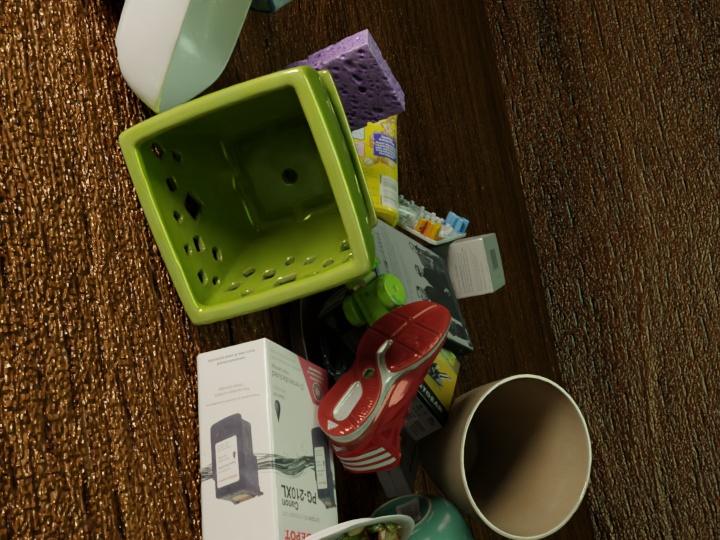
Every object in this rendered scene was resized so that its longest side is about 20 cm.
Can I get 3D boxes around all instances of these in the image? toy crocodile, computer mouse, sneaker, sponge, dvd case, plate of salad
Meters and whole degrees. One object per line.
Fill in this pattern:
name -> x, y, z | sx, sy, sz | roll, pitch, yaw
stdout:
toy crocodile -> 0.000, 0.000, 1.042 | 0.202, 0.067, 0.062 | 57, 32, 1
computer mouse -> -0.048, 0.141, 1.047 | 0.058, 0.034, 0.202 | 39, 36, -26
sneaker -> 0.032, 0.131, 0.989 | 0.200, 0.078, 0.117 | -42, 140, -27
sponge -> -0.056, -0.195, 1.068 | 0.112, 0.197, 0.030 | 49, 29, -48
dvd case -> 0.066, 0.017, 1.179 | 0.199, 0.025, 0.153 | 27, 39, -46
plate of salad -> -0.035, 0.280, 0.823 | 0.049, 0.198, 0.200 | 61, 12, 28

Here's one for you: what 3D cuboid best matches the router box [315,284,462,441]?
router box -> 0.042, 0.086, 1.150 | 0.201, 0.052, 0.158 | 51, 28, -14

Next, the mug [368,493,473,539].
mug -> 0.054, 0.346, 1.127 | 0.151, 0.183, 0.116 | -34, 109, -40

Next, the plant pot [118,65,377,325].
plant pot -> -0.092, -0.086, 0.916 | 0.182, 0.195, 0.204 | -60, 132, -71

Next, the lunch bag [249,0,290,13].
lunch bag -> -0.142, -0.403, 1.045 | 0.160, 0.082, 0.202 | 31, -27, 52

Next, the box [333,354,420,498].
box -> 0.031, 0.169, 1.212 | 0.157, 0.040, 0.203 | -66, 140, -59

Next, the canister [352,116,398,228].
canister -> -0.019, -0.155, 1.230 | 0.087, 0.145, 0.204 | 123, -29, -60

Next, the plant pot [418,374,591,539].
plant pot -> 0.158, 0.230, 1.163 | 0.199, 0.184, 0.191 | -17, -94, 66

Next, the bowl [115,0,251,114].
bowl -> -0.166, -0.269, 0.896 | 0.202, 0.074, 0.200 | -65, 178, 27

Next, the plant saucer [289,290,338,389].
plant saucer -> -0.043, 0.094, 1.162 | 0.200, 0.031, 0.205 | -13, 91, -71

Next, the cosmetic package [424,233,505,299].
cosmetic package -> 0.108, 0.004, 1.383 | 0.107, 0.196, 0.087 | -18, 96, -68

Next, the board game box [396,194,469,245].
board game box -> 0.054, -0.102, 1.354 | 0.026, 0.198, 0.199 | -64, 165, 14

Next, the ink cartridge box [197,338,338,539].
ink cartridge box -> -0.088, 0.188, 0.897 | 0.145, 0.083, 0.204 | 38, 43, -60
